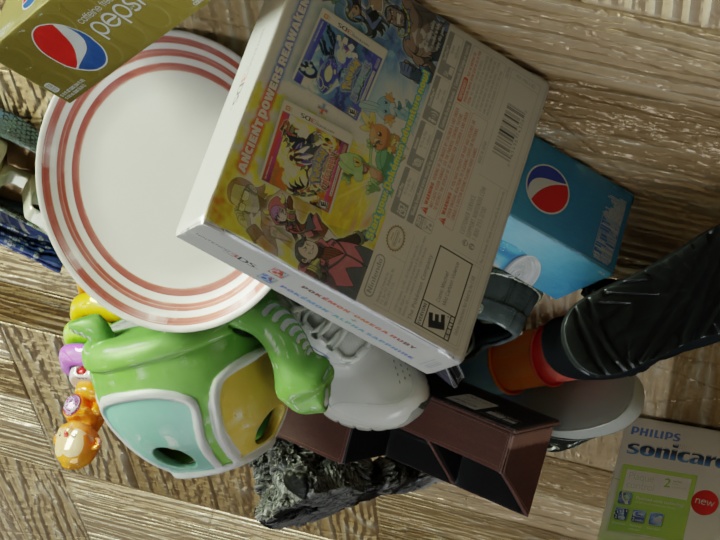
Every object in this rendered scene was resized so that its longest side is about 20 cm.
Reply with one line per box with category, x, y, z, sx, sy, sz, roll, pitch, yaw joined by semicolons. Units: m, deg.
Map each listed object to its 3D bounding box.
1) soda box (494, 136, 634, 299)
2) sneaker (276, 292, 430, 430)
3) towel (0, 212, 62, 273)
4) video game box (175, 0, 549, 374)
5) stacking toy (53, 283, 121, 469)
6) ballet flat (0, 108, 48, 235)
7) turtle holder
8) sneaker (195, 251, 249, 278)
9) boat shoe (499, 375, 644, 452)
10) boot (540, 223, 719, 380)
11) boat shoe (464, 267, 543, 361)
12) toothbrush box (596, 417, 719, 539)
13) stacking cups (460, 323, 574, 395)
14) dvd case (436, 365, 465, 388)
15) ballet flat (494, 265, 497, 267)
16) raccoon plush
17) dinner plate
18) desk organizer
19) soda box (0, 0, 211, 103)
soda box;0.074;-0.058;1.483;0.200;0.064;0.068;29;152;-20
sneaker;-0.031;0.040;1.654;0.200;0.075;0.087;39;163;27
towel;-0.311;-0.059;1.721;0.200;0.024;0.145;27;-179;-17
video game box;0.005;-0.067;1.355;0.182;0.200;0.047;31;153;-23
stacking toy;-0.183;0.057;1.715;0.116;0.200;0.110;4;152;34
ballet flat;-0.240;-0.063;1.646;0.200;0.074;0.074;24;154;-2
turtle holder;-0.099;0.068;1.612;0.185;0.141;0.132;-16;99;15
sneaker;-0.096;-0.043;1.590;0.200;0.074;0.088;31;-177;40
boat shoe;0.147;0.103;1.754;0.064;0.071;0.200;38;156;-34
boot;0.217;0.018;1.523;0.200;0.076;0.168;-22;178;0
boat shoe;0.062;0.035;1.675;0.073;0.062;0.200;27;154;-23
toothbrush box;0.256;0.227;1.770;0.145;0.200;0.086;9;152;18
stacking cups;0.094;0.068;1.732;0.200;0.061;0.060;-15;139;44
dvd case;0.000;0.000;1.592;0.149;0.016;0.200;41;171;24
ballet flat;0.024;-0.050;1.532;0.200;0.067;0.062;30;160;-21
raccoon plush;-0.039;0.140;1.965;0.200;0.134;0.097;-2;154;-41
dinner plate;-0.123;-0.059;1.516;0.200;0.200;0.024;7;-169;22
desk organizer;0.037;0.115;1.703;0.200;0.077;0.072;21;-167;29
soda box;-0.153;-0.172;1.404;0.068;0.064;0.200;30;152;-22
